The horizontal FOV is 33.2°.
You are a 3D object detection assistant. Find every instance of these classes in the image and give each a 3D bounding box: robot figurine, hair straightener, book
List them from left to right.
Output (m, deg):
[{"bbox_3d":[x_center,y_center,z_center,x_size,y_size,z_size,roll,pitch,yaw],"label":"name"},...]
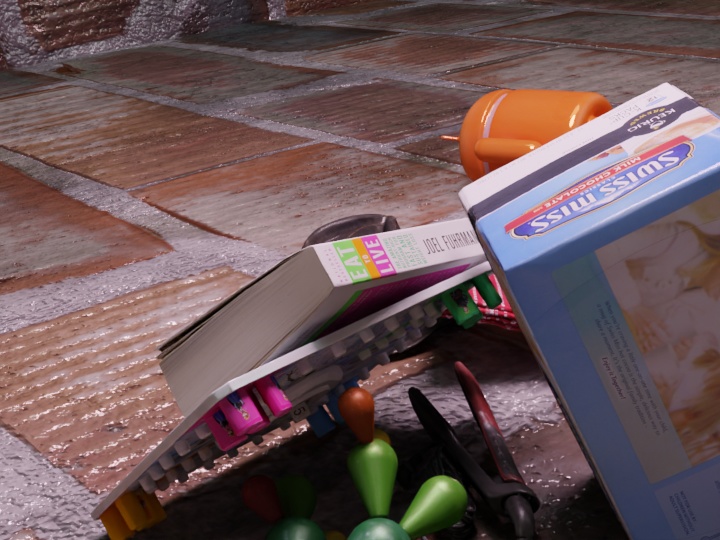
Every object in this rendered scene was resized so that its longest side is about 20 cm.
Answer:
[{"bbox_3d":[-0.001,0.020,0.692,0.134,0.048,0.200,-37,-15,34],"label":"book"},{"bbox_3d":[0.056,0.123,0.708,0.077,0.041,0.200,-28,26,2],"label":"hair straightener"},{"bbox_3d":[0.189,-0.130,1.255,0.200,0.117,0.144,9,51,35],"label":"robot figurine"}]

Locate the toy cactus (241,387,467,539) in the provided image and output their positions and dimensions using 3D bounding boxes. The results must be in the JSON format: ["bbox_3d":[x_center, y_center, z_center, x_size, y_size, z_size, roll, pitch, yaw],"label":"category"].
[{"bbox_3d":[-0.006,0.143,0.579,0.165,0.102,0.200,-33,36,-31],"label":"toy cactus"}]

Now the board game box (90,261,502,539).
[{"bbox_3d":[-0.036,0.078,0.688,0.200,0.026,0.200,-23,-13,-39],"label":"board game box"}]

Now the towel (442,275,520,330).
[{"bbox_3d":[0.137,0.022,0.898,0.199,0.023,0.145,12,18,-3],"label":"towel"}]

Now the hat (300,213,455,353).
[{"bbox_3d":[0.000,0.000,0.987,0.200,0.081,0.201,-6,18,2],"label":"hat"}]

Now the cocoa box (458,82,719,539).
[{"bbox_3d":[0.157,0.031,0.623,0.133,0.200,0.131,-26,21,6],"label":"cocoa box"}]
